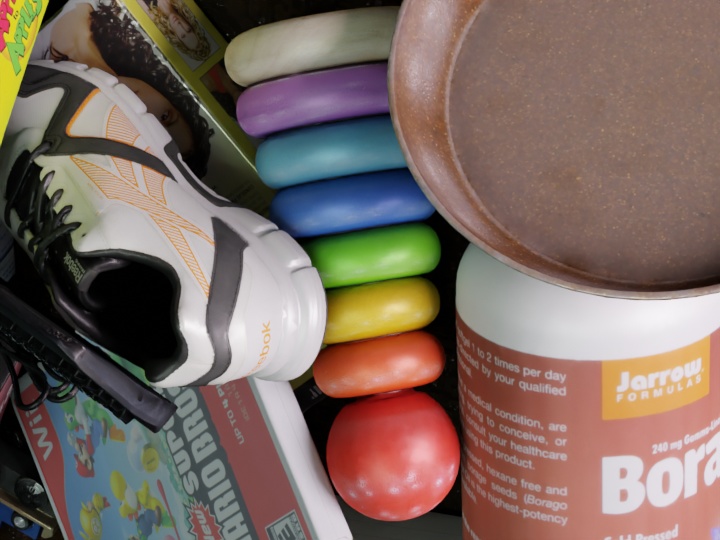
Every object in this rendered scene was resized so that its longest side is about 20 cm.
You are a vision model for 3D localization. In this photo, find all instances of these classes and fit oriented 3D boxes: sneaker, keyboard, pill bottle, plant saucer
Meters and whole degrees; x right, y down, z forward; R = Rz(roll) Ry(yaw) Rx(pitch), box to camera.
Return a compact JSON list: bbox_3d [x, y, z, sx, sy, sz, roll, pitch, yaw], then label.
[{"bbox_3d":[-0.104,-0.022,0.917,0.199,0.080,0.074,35,119,29],"label":"sneaker"},{"bbox_3d":[-0.150,0.022,0.931,0.199,0.104,0.040,32,86,42],"label":"keyboard"},{"bbox_3d":[0.094,0.042,0.935,0.111,0.112,0.202,6,116,19],"label":"pill bottle"},{"bbox_3d":[0.110,-0.071,0.854,0.198,0.202,0.035,11,153,17],"label":"plant saucer"}]

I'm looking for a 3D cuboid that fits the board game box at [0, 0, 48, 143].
[{"bbox_3d":[-0.178,-0.118,0.927,0.101,0.202,0.048,6,156,19],"label":"board game box"}]

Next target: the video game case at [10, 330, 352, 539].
[{"bbox_3d":[-0.084,0.082,1.011,0.200,0.017,0.144,-36,73,52],"label":"video game case"}]

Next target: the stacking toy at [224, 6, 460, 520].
[{"bbox_3d":[0.000,0.000,0.934,0.085,0.085,0.202,-8,90,25],"label":"stacking toy"}]

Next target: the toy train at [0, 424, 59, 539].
[{"bbox_3d":[-0.221,0.075,1.121,0.199,0.034,0.046,28,125,8],"label":"toy train"}]

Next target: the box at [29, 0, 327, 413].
[{"bbox_3d":[-0.061,-0.036,0.997,0.075,0.050,0.200,-36,97,31],"label":"box"}]

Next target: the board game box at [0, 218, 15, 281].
[{"bbox_3d":[-0.243,-0.060,1.051,0.198,0.062,0.202,10,119,16],"label":"board game box"}]

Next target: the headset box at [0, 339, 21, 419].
[{"bbox_3d":[-0.242,0.069,1.043,0.148,0.075,0.201,25,134,-2],"label":"headset box"}]

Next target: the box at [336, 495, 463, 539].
[{"bbox_3d":[0.059,0.225,1.024,0.197,0.131,0.202,6,116,18],"label":"box"}]
